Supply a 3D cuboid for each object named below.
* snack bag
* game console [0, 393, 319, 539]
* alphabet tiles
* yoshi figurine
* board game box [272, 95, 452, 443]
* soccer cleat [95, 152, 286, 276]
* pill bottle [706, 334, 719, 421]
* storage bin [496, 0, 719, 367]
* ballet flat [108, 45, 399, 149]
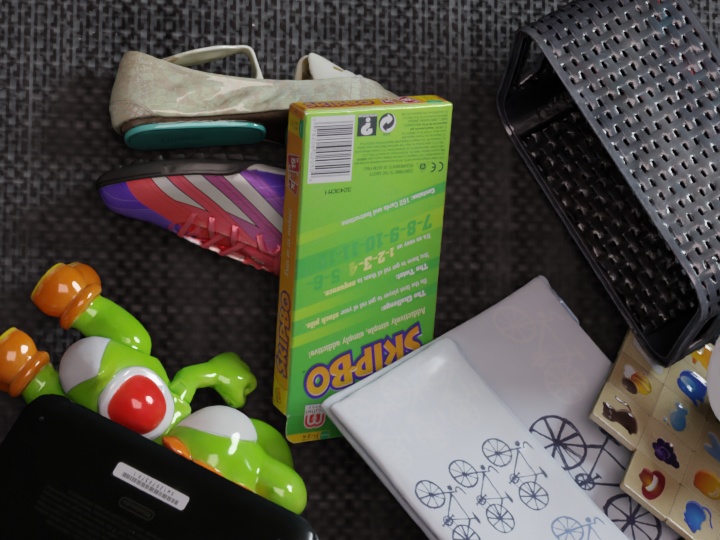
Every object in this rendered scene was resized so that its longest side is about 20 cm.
[{"bbox_3d":[0.104,0.105,1.250,0.200,0.021,0.189,-27,68,-38],"label":"snack bag"},{"bbox_3d":[-0.126,0.192,1.178,0.199,0.116,0.176,23,73,27],"label":"game console"},{"bbox_3d":[0.226,0.120,1.294,0.200,0.006,0.167,39,38,-4],"label":"alphabet tiles"},{"bbox_3d":[-0.115,0.088,1.256,0.200,0.113,0.112,37,39,9],"label":"yoshi figurine"},{"bbox_3d":[0.000,0.000,1.259,0.095,0.030,0.201,-5,108,-26],"label":"board game box"},{"bbox_3d":[-0.057,-0.029,1.283,0.199,0.068,0.074,3,86,-13],"label":"soccer cleat"},{"bbox_3d":[0.294,0.084,1.270,0.199,0.112,0.113,22,77,-38],"label":"pill bottle"},{"bbox_3d":[0.174,-0.061,1.277,0.093,0.135,0.201,-29,75,-13],"label":"storage bin"},{"bbox_3d":[-0.050,-0.105,1.295,0.199,0.067,0.063,2,72,-11],"label":"ballet flat"}]
